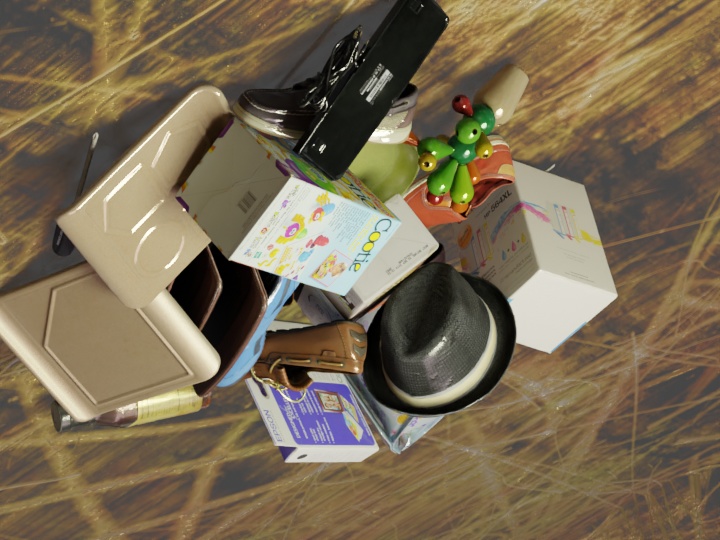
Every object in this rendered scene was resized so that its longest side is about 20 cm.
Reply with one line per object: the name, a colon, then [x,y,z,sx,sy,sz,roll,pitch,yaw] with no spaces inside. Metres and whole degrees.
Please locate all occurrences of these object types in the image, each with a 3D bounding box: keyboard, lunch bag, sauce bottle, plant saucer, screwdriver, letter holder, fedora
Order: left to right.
screwdriver: [-0.277,-0.072,1.545,0.028,0.029,0.200,-11,157,-28]
sauce bottle: [-0.286,0.162,1.961,0.200,0.066,0.066,-9,151,-26]
letter holder: [-0.197,0.044,1.715,0.100,0.142,0.200,-5,149,-34]
plant saucer: [-0.031,-0.098,1.723,0.200,0.031,0.200,-20,155,-10]
keyboard: [-0.001,-0.190,1.507,0.200,0.040,0.104,-55,142,-2]
lunch bag: [0.042,0.132,2.055,0.127,0.170,0.200,-21,159,-37]
fedora: [0.081,0.063,1.765,0.200,0.201,0.092,-24,141,-2]

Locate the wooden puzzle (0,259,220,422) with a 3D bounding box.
wooden puzzle: [-0.276,0.068,1.680,0.200,0.037,0.185,-22,121,26]

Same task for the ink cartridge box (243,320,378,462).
ink cartridge box: [-0.089,0.148,1.952,0.043,0.198,0.200,-42,150,27]

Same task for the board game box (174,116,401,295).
board game box: [-0.070,-0.061,1.575,0.105,0.103,0.200,-51,147,13]

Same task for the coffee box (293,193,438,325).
coffee box: [0.000,0.000,1.795,0.113,0.080,0.200,-36,176,-20]

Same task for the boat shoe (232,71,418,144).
boat shoe: [-0.031,-0.167,1.551,0.200,0.072,0.065,2,123,-30]

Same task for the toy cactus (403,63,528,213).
toy cactus: [0.114,-0.152,1.674,0.165,0.102,0.200,-53,166,-11]

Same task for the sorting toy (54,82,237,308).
sorting toy: [-0.193,-0.073,1.550,0.200,0.036,0.185,-43,147,-10]

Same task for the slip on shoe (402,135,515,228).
slip on shoe: [0.097,-0.081,1.836,0.200,0.061,0.074,-34,155,21]

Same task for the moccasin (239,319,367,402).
moccasin: [-0.078,0.109,1.800,0.201,0.078,0.074,-9,164,30]

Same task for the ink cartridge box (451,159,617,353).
ink cartridge box: [0.204,-0.027,1.900,0.125,0.200,0.129,16,135,-32]

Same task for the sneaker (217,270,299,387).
sneaker: [-0.130,0.048,1.744,0.200,0.066,0.078,-58,166,19]

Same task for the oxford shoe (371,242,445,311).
oxford shoe: [0.017,0.003,1.940,0.200,0.071,0.073,-12,132,-33]

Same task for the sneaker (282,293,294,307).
sneaker: [-0.160,0.065,1.851,0.200,0.078,0.077,-38,137,25]
